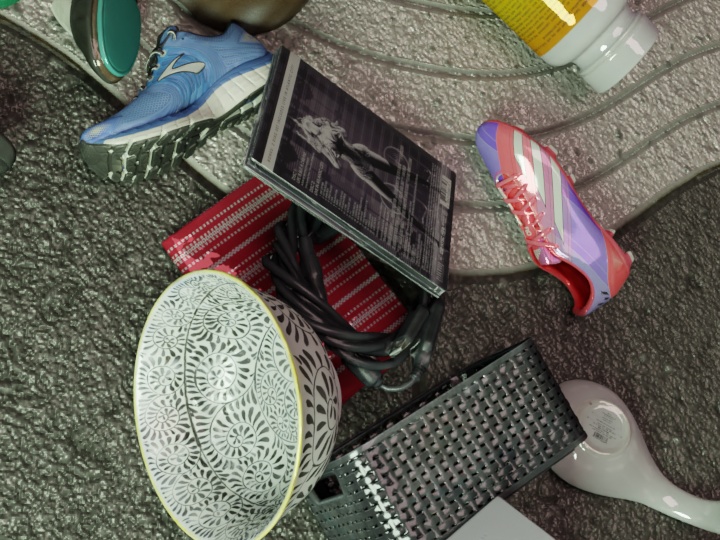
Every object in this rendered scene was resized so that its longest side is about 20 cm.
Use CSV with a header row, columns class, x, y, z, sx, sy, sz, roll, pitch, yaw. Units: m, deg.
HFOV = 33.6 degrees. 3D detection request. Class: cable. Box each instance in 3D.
class,x,y,z,sx,sy,sz,roll,pitch,yaw
cable,0.000,0.000,0.984,0.162,0.051,0.201,31,43,-11

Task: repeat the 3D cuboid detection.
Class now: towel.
class,x,y,z,sx,sy,sz,roll,pitch,yaw
towel,-0.054,0.019,1.001,0.144,0.022,0.201,-38,91,-28

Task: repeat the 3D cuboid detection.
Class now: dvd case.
class,x,y,z,sx,sy,sz,roll,pitch,yaw
dvd case,-0.002,-0.082,0.984,0.199,0.016,0.150,34,40,-23

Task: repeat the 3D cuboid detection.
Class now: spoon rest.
class,x,y,z,sx,sy,sz,roll,pitch,yaw
spoon rest,0.246,0.174,1.072,0.199,0.061,0.100,32,63,3

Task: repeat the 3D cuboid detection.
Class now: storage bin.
class,x,y,z,sx,sy,sz,roll,pitch,yaw
storage bin,0.063,0.148,0.947,0.199,0.135,0.094,-28,86,-27

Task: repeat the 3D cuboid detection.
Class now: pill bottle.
class,x,y,z,sx,sy,sz,roll,pitch,yaw
pill bottle,0.186,-0.268,1.140,0.200,0.111,0.111,43,63,-6

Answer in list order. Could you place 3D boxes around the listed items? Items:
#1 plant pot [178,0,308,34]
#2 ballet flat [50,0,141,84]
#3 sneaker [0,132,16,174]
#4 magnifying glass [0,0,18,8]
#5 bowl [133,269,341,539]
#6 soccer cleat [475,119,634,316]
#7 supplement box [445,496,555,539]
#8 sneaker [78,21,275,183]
class,x,y,z,sx,sy,sz,roll,pitch,yaw
plant pot,-0.077,-0.307,0.990,0.198,0.198,0.202,6,72,-20
ballet flat,-0.213,-0.234,0.986,0.068,0.068,0.202,49,39,-53
sneaker,-0.363,-0.074,0.876,0.198,0.076,0.117,16,73,-7
magnifying glass,-0.361,-0.270,0.956,0.198,0.022,0.080,17,69,-17
bowl,-0.076,0.098,0.889,0.094,0.200,0.203,-4,75,-44
soccer cleat,0.168,-0.050,1.096,0.076,0.067,0.200,-44,97,-23
supplement box,0.090,0.277,0.894,0.108,0.201,0.061,-34,47,-27
sneaker,-0.156,-0.144,0.984,0.200,0.079,0.089,-37,83,-36
